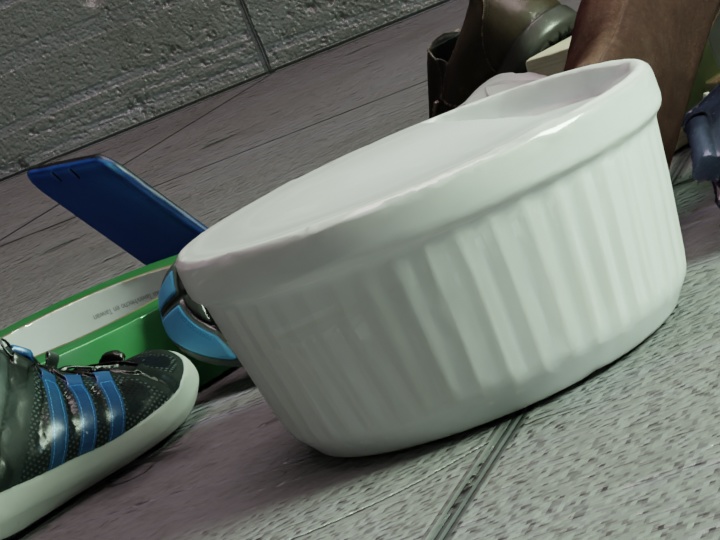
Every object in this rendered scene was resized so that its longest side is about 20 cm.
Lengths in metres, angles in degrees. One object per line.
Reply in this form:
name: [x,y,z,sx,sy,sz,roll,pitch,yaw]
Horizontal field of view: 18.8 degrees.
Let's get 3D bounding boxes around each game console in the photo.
game console: [-0.092,-0.048,1.361,0.170,0.119,0.200,-27,10,-20]

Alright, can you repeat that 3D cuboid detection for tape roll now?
tape roll: [-0.144,0.047,1.164,0.199,0.048,0.200,-22,9,4]

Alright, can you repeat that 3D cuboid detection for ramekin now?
ramekin: [0.036,-0.003,0.856,0.201,0.095,0.202,-23,9,4]

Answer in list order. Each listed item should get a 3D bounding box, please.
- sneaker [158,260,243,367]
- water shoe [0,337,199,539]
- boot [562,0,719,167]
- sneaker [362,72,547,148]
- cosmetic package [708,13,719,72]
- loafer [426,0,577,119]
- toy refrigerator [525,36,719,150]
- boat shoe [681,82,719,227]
sneaker: [0.000,0.000,1.064,0.198,0.074,0.082,-16,-6,8]
water shoe: [-0.145,0.062,0.979,0.071,0.079,0.200,-16,11,36]
boot: [0.129,-0.115,1.016,0.072,0.202,0.166,11,22,13]
sneaker: [0.039,-0.037,1.156,0.199,0.078,0.099,-27,10,43]
cosmetic package: [0.274,-0.134,1.096,0.101,0.072,0.200,-28,10,-26]
loafer: [0.074,-0.115,1.308,0.073,0.071,0.200,-31,-15,-31]
toy refrigerator: [0.192,-0.125,1.237,0.199,0.076,0.070,-30,11,-38]
boat shoe: [0.188,-0.086,0.961,0.092,0.075,0.200,-23,20,19]
